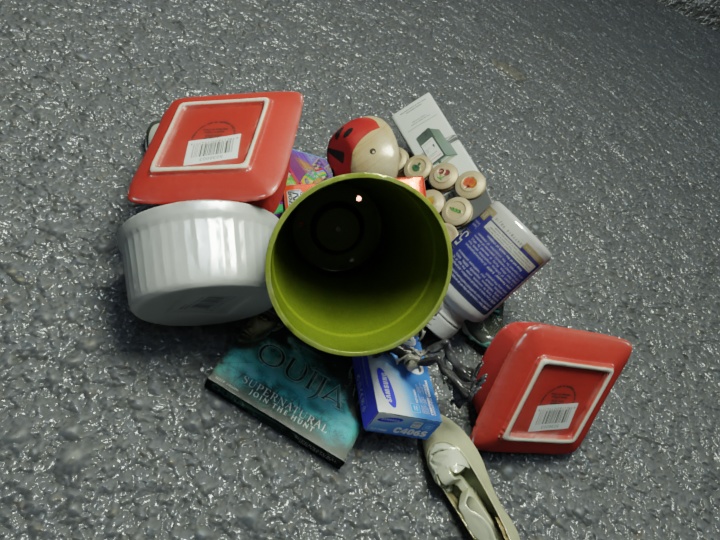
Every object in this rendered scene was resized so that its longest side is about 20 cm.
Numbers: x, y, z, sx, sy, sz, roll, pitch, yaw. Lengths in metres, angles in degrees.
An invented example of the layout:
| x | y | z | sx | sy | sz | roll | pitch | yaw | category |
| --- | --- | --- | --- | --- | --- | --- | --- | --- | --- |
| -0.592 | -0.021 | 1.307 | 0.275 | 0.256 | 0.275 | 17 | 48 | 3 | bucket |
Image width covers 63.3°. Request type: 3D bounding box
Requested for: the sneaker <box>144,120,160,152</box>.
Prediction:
| x | y | z | sx | sy | sz | roll | pitch | yaw | category |
| --- | --- | --- | --- | --- | --- | --- | --- | --- | --- |
| -0.266 | -0.160 | 0.883 | 0.074 | 0.079 | 0.200 | -18 | 62 | -33 | sneaker |

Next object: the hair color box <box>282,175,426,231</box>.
| x | y | z | sx | sy | sz | roll | pitch | yaw | category |
| --- | --- | --- | --- | --- | --- | --- | --- | --- | --- |
| -0.012 | -0.090 | 0.852 | 0.200 | 0.102 | 0.061 | -6 | 82 | -9 | hair color box |

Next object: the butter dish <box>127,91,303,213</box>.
| x | y | z | sx | sy | sz | roll | pitch | yaw | category |
| --- | --- | --- | --- | --- | --- | --- | --- | --- | --- |
| -0.170 | -0.127 | 0.776 | 0.200 | 0.148 | 0.200 | 0 | 53 | 12 | butter dish |

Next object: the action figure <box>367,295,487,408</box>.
| x | y | z | sx | sy | sz | roll | pitch | yaw | category |
| --- | --- | --- | --- | --- | --- | --- | --- | --- | --- |
| 0.068 | 0.082 | 0.747 | 0.200 | 0.102 | 0.119 | 34 | 20 | 4 | action figure |

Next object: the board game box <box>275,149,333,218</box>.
| x | y | z | sx | sy | sz | roll | pitch | yaw | category |
| --- | --- | --- | --- | --- | --- | --- | --- | --- | --- |
| -0.142 | -0.158 | 0.926 | 0.200 | 0.039 | 0.158 | 18 | 54 | 5 | board game box |

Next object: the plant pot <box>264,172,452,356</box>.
| x | y | z | sx | sy | sz | roll | pitch | yaw | category |
| --- | --- | --- | --- | --- | --- | --- | --- | --- | --- |
| -0.016 | -0.029 | 0.702 | 0.200 | 0.201 | 0.193 | 15 | 13 | -15 | plant pot |

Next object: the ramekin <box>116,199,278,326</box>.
| x | y | z | sx | sy | sz | roll | pitch | yaw | category |
| --- | --- | --- | --- | --- | --- | --- | --- | --- | --- |
| -0.190 | 0.000 | 0.716 | 0.200 | 0.200 | 0.098 | -1 | 71 | -26 | ramekin |

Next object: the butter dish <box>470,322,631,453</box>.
| x | y | z | sx | sy | sz | roll | pitch | yaw | category |
| --- | --- | --- | --- | --- | --- | --- | --- | --- | --- |
| 0.240 | 0.145 | 0.831 | 0.200 | 0.200 | 0.148 | 10 | 21 | -25 | butter dish |

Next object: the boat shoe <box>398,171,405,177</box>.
| x | y | z | sx | sy | sz | roll | pitch | yaw | category |
| --- | --- | --- | --- | --- | --- | --- | --- | --- | --- |
| 0.095 | -0.116 | 1.024 | 0.075 | 0.075 | 0.203 | 3 | 53 | -24 | boat shoe |

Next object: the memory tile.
| x | y | z | sx | sy | sz | roll | pitch | yaw | category |
| --- | --- | --- | --- | --- | --- | --- | --- | --- | --- |
| 0.094 | -0.119 | 0.965 | 0.200 | 0.017 | 0.153 | 24 | 82 | 29 | memory tile |

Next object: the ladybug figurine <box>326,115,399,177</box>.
| x | y | z | sx | sy | sz | roll | pitch | yaw | category |
| --- | --- | --- | --- | --- | --- | --- | --- | --- | --- |
| -0.004 | -0.185 | 0.955 | 0.072 | 0.136 | 0.200 | 0 | 16 | -23 | ladybug figurine |

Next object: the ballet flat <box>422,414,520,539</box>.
| x | y | z | sx | sy | sz | roll | pitch | yaw | category |
| --- | --- | --- | --- | --- | --- | --- | --- | --- | --- |
| 0.131 | 0.273 | 0.736 | 0.069 | 0.070 | 0.200 | -17 | 63 | -35 | ballet flat |

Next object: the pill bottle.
| x | y | z | sx | sy | sz | roll | pitch | yaw | category |
| --- | --- | --- | --- | --- | --- | --- | --- | --- | --- |
| 0.171 | 0.006 | 0.872 | 0.120 | 0.200 | 0.120 | 43 | 12 | -11 | pill bottle |

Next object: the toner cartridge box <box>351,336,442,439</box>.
| x | y | z | sx | sy | sz | roll | pitch | yaw | category |
| --- | --- | --- | --- | --- | --- | --- | --- | --- | --- |
| 0.040 | 0.127 | 0.797 | 0.095 | 0.043 | 0.200 | 14 | 38 | -23 | toner cartridge box |

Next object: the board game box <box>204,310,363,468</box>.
| x | y | z | sx | sy | sz | roll | pitch | yaw | category |
| --- | --- | --- | --- | --- | --- | --- | --- | --- | --- |
| -0.081 | 0.147 | 0.764 | 0.200 | 0.028 | 0.135 | 32 | 48 | -1 | board game box |

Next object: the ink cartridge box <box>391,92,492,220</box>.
| x | y | z | sx | sy | sz | roll | pitch | yaw | category |
| --- | --- | --- | --- | --- | --- | --- | --- | --- | --- |
| 0.152 | -0.196 | 1.062 | 0.146 | 0.084 | 0.200 | 39 | 23 | -61 | ink cartridge box |

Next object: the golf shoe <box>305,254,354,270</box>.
| x | y | z | sx | sy | sz | roll | pitch | yaw | category |
| --- | --- | --- | --- | --- | --- | --- | --- | --- | --- |
| 0.000 | 0.000 | 0.876 | 0.200 | 0.097 | 0.078 | 2 | 35 | -15 | golf shoe |

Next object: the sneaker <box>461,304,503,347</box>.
| x | y | z | sx | sy | sz | roll | pitch | yaw | category |
| --- | --- | --- | --- | --- | --- | --- | --- | --- | --- |
| 0.204 | 0.029 | 0.952 | 0.077 | 0.091 | 0.200 | 12 | 51 | -16 | sneaker |
